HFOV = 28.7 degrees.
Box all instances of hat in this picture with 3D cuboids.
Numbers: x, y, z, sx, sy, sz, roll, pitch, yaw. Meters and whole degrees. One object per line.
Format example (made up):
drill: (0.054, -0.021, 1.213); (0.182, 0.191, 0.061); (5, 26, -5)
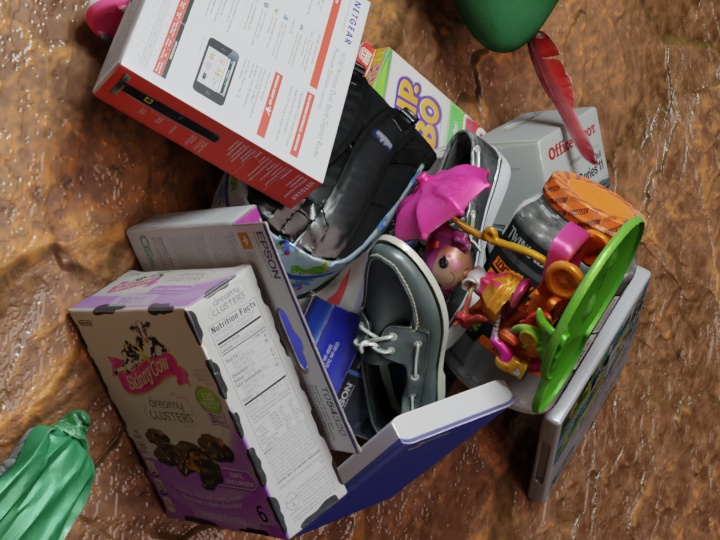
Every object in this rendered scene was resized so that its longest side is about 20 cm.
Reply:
hat: (0.128, -0.219, 1.348); (0.165, 0.200, 0.177); (2, 110, -26)

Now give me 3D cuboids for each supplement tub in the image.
supplement tub: (0.167, 0.019, 1.273); (0.122, 0.123, 0.200); (9, 117, -40)

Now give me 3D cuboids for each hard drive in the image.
hard drive: (0.029, 0.164, 1.214); (0.132, 0.200, 0.025); (-15, 69, -40)

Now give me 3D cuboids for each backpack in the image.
backpack: (-0.044, -0.068, 1.185); (0.163, 0.154, 0.200); (40, 34, -16)

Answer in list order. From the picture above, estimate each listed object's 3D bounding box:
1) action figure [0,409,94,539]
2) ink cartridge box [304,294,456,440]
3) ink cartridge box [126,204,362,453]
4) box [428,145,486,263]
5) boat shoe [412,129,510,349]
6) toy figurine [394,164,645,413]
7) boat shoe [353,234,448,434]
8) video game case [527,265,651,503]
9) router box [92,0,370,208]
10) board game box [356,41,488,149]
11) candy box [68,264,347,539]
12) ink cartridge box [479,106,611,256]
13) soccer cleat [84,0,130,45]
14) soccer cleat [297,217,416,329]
action figure: (-0.258, 0.186, 1.056); (0.118, 0.055, 0.200); (49, 53, -27)
ink cartridge box: (0.008, 0.099, 1.255); (0.200, 0.039, 0.100); (27, 87, -49)
ink cartridge box: (-0.084, 0.045, 1.112); (0.043, 0.200, 0.197); (-34, 111, -36)
box: (0.093, -0.020, 1.349); (0.041, 0.039, 0.201); (-18, 109, -29)
boat shoe: (0.077, -0.028, 1.249); (0.068, 0.073, 0.200); (33, 74, -47)
toy figurine: (0.110, -0.003, 1.167); (0.150, 0.184, 0.200); (-42, 156, -43)
boat shoe: (0.029, 0.062, 1.178); (0.062, 0.073, 0.200); (-39, 138, -32)
video game case: (0.229, 0.118, 1.424); (0.200, 0.022, 0.182); (-53, 160, -27)
router box: (-0.093, -0.175, 1.097); (0.179, 0.049, 0.200); (30, 52, -22)
board game box: (0.058, -0.128, 1.353); (0.200, 0.030, 0.096); (34, 67, -32)
candy box: (-0.121, 0.100, 1.100); (0.071, 0.168, 0.200); (-35, 111, -36)
ink cartridge box: (0.189, -0.049, 1.396); (0.147, 0.083, 0.201); (-33, 114, -52)
soccer cleat: (-0.140, -0.221, 1.168); (0.200, 0.070, 0.087); (2, 63, -36)
soccer cleat: (0.000, 0.000, 1.282); (0.200, 0.068, 0.073); (-36, 131, -36)
